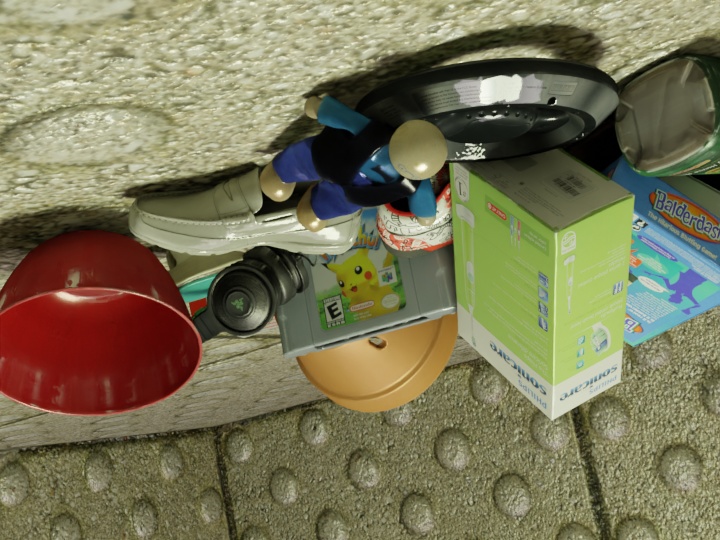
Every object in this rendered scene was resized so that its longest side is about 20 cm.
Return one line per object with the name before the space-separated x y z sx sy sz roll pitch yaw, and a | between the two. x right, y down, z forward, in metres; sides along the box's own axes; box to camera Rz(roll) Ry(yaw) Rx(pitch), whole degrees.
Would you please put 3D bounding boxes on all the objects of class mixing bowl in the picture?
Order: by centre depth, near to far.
mixing bowl | -0.246 0.035 0.976 0.197 0.109 0.201 -7 143 -5

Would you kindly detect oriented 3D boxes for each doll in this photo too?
doll | 0.003 -0.074 0.786 0.136 0.049 0.199 40 156 -19

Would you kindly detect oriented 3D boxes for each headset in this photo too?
headset | -0.101 -0.001 1.015 0.199 0.094 0.124 -31 -172 35

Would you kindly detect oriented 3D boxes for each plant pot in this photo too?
plant pot | -0.006 0.040 1.174 0.198 0.203 0.140 -15 154 20

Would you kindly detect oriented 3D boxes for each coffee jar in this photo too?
coffee jar | 0.313 -0.126 0.892 0.198 0.087 0.104 -4 167 -36

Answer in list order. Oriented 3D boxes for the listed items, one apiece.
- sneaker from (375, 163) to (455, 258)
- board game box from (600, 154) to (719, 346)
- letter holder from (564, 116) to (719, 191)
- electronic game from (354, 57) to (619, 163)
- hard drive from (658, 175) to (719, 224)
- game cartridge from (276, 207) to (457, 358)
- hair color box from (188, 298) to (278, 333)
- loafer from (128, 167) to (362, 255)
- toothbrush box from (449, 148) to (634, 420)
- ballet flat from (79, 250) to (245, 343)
sneaker | 0.108 -0.075 0.980 0.199 0.068 0.108 -19 159 0
board game box | 0.244 -0.011 0.971 0.151 0.045 0.200 33 156 -5
letter holder | 0.268 -0.079 1.052 0.140 0.102 0.200 -6 168 -18
electronic game | 0.093 -0.119 0.801 0.197 0.042 0.200 -4 173 0
hard drive | 0.270 -0.029 0.994 0.131 0.026 0.200 29 156 5
game cartridge | 0.000 0.000 1.072 0.198 0.135 0.040 -17 161 19
hair color box | -0.127 0.032 1.298 0.109 0.065 0.200 -14 168 8
loafer | -0.096 -0.055 0.903 0.197 0.070 0.071 -1 126 -13
toothbrush box | 0.153 0.001 0.924 0.085 0.202 0.146 -22 -141 -22
ballet flat | -0.201 0.012 1.092 0.198 0.070 0.069 -27 173 -14
